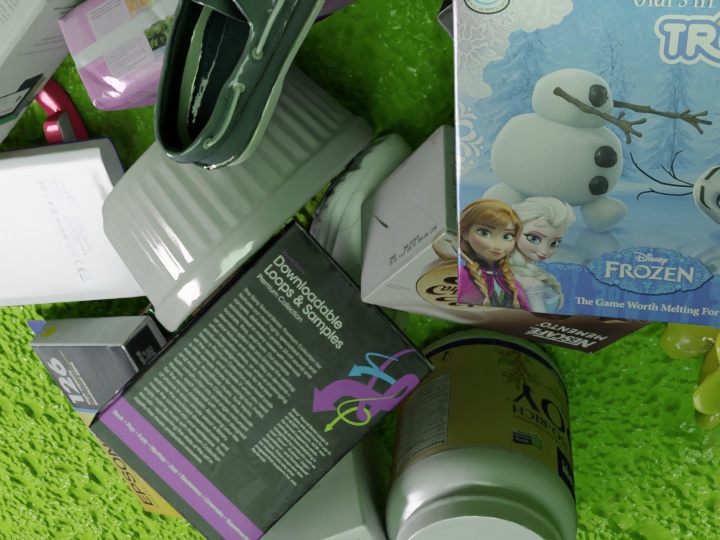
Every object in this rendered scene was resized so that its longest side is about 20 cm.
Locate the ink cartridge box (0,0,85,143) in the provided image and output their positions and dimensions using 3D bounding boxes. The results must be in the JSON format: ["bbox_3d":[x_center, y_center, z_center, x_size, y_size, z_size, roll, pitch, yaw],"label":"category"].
[{"bbox_3d":[-0.286,-0.175,0.739,0.200,0.084,0.147,-41,88,30],"label":"ink cartridge box"}]

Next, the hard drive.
[{"bbox_3d":[-0.265,-0.033,0.857,0.197,0.025,0.133,-4,123,20],"label":"hard drive"}]

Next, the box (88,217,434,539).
[{"bbox_3d":[-0.067,0.084,0.740,0.200,0.036,0.143,-43,102,4],"label":"box"}]

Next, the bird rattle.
[{"bbox_3d":[0.329,0.058,0.799,0.197,0.114,0.164,-15,133,8],"label":"bird rattle"}]

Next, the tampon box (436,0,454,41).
[{"bbox_3d":[0.159,-0.124,0.587,0.125,0.151,0.200,-29,114,31],"label":"tampon box"}]

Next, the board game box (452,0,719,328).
[{"bbox_3d":[0.144,-0.065,0.510,0.197,0.044,0.201,4,125,13],"label":"board game box"}]

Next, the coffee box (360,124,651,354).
[{"bbox_3d":[0.111,-0.014,0.727,0.197,0.081,0.113,14,151,-25],"label":"coffee box"}]

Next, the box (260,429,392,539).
[{"bbox_3d":[-0.026,0.202,0.878,0.105,0.154,0.201,-19,137,6],"label":"box"}]

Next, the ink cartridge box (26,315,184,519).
[{"bbox_3d":[-0.200,0.130,0.926,0.198,0.047,0.199,-5,123,43],"label":"ink cartridge box"}]

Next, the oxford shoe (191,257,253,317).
[{"bbox_3d":[-0.065,0.002,0.862,0.196,0.071,0.074,-1,105,9],"label":"oxford shoe"}]

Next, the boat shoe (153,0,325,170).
[{"bbox_3d":[-0.065,-0.149,0.588,0.072,0.062,0.202,27,111,19],"label":"boat shoe"}]

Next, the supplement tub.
[{"bbox_3d":[0.094,0.159,0.833,0.143,0.201,0.147,3,125,5],"label":"supplement tub"}]

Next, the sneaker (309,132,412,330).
[{"bbox_3d":[0.000,0.000,0.789,0.098,0.078,0.202,26,94,-5],"label":"sneaker"}]

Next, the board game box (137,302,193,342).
[{"bbox_3d":[-0.169,0.089,0.925,0.104,0.024,0.200,40,144,-9],"label":"board game box"}]

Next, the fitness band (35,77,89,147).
[{"bbox_3d":[-0.284,-0.082,0.868,0.141,0.038,0.203,3,124,15],"label":"fitness band"}]

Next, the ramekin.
[{"bbox_3d":[-0.090,-0.060,0.740,0.094,0.203,0.202,46,123,-4],"label":"ramekin"}]

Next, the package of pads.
[{"bbox_3d":[-0.083,-0.177,0.692,0.198,0.120,0.077,-23,93,27],"label":"package of pads"}]
